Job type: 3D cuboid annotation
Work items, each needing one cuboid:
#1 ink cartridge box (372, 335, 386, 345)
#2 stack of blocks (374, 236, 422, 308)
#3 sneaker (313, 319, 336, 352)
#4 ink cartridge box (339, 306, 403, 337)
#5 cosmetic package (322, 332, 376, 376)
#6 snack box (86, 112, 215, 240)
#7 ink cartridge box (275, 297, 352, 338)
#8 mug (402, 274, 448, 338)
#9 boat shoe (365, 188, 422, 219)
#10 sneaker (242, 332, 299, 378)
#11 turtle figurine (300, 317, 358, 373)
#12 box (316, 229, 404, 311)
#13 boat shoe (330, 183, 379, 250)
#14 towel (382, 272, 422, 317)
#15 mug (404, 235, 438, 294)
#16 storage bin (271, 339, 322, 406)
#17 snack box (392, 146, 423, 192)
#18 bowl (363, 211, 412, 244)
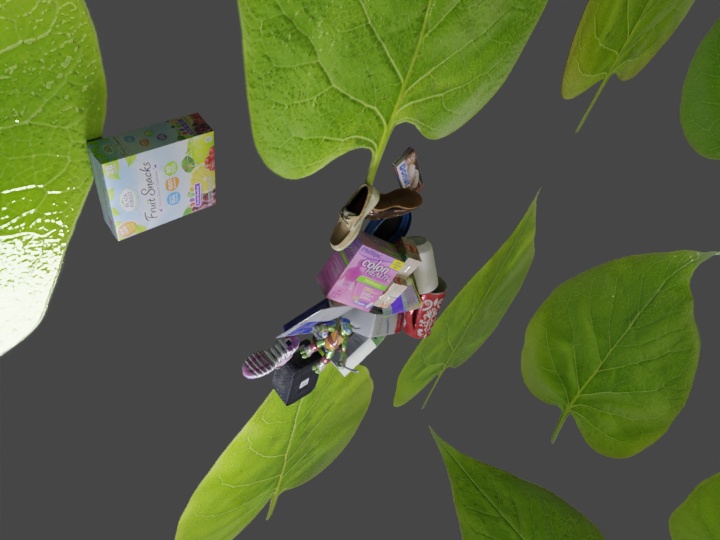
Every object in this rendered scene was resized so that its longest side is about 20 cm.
[{"bbox_3d":[0.079,0.178,2.060,0.201,0.104,0.059,-51,153,11],"label":"ink cartridge box"},{"bbox_3d":[0.101,0.009,1.692,0.058,0.117,0.200,15,132,-36],"label":"stack of blocks"},{"bbox_3d":[-0.106,0.201,1.844,0.075,0.077,0.203,-27,146,-30],"label":"sneaker"},{"bbox_3d":[0.042,0.168,1.922,0.198,0.143,0.085,1,103,-57],"label":"ink cartridge box"},{"bbox_3d":[-0.046,0.268,1.912,0.151,0.199,0.052,-44,113,-9],"label":"cosmetic package"},{"bbox_3d":[-0.356,-0.165,0.961,0.198,0.068,0.171,-27,149,-31],"label":"snack box"},{"bbox_3d":[-0.138,0.139,1.668,0.196,0.048,0.198,-32,162,26],"label":"ink cartridge box"},{"bbox_3d":[0.199,0.126,1.900,0.174,0.134,0.204,-9,127,-29],"label":"mug"},{"bbox_3d":[0.089,-0.190,1.592,0.196,0.072,0.071,-9,155,-32],"label":"boat shoe"},{"bbox_3d":[-0.276,0.278,1.701,0.198,0.081,0.089,-32,159,-30],"label":"sneaker"},{"bbox_3d":[-0.110,0.249,1.710,0.142,0.203,0.194,29,128,-25],"label":"turtle figurine"},{"bbox_3d":[0.000,0.000,1.624,0.174,0.097,0.202,21,114,-38],"label":"box"},{"bbox_3d":[-0.027,-0.150,1.485,0.202,0.073,0.066,-58,150,0],"label":"boat shoe"},{"bbox_3d":[0.116,0.067,1.764,0.022,0.147,0.198,-17,177,-40],"label":"towel"},{"bbox_3d":[0.168,-0.031,1.793,0.147,0.185,0.157,-20,120,-28],"label":"mug"},{"bbox_3d":[-0.215,0.350,1.870,0.134,0.094,0.203,-24,146,-38],"label":"storage bin"},{"bbox_3d":[0.141,-0.278,1.602,0.072,0.024,0.200,-43,154,-5],"label":"snack box"},{"bbox_3d":[0.079,-0.121,1.711,0.199,0.039,0.202,-36,152,-22],"label":"bowl"}]
